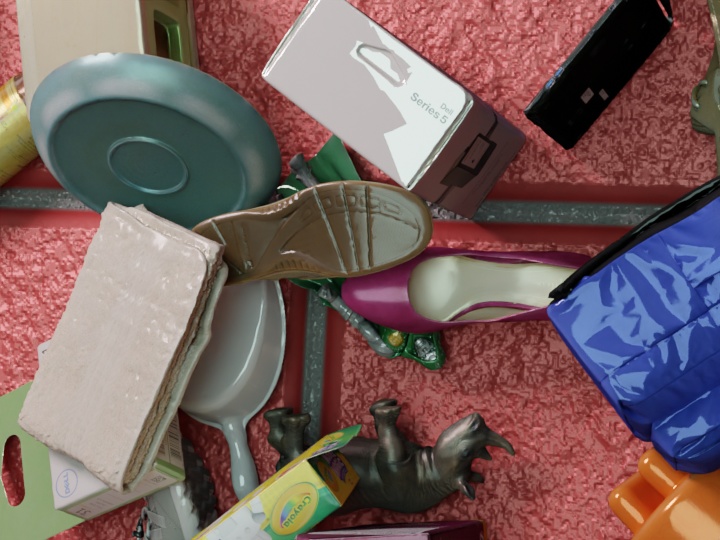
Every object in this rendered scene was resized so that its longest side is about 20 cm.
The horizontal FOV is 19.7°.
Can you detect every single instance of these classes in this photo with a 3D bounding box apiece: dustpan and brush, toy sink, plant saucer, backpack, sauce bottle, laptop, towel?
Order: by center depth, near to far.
[{"bbox_3d":[0.253,0.032,1.438,0.200,0.163,0.168,-37,79,1],"label":"backpack"},{"bbox_3d":[0.167,-0.207,1.525,0.103,0.177,0.200,41,97,15],"label":"laptop"},{"bbox_3d":[-0.179,0.054,1.572,0.132,0.034,0.201,25,91,39],"label":"towel"},{"bbox_3d":[-0.159,-0.087,1.578,0.199,0.201,0.028,1,51,16],"label":"plant saucer"},{"bbox_3d":[-0.111,0.096,1.650,0.139,0.057,0.202,-15,75,23],"label":"dustpan and brush"},{"bbox_3d":[-0.198,-0.213,1.654,0.111,0.130,0.202,-8,82,15],"label":"toy sink"},{"bbox_3d":[-0.328,-0.085,1.712,0.200,0.066,0.066,-38,77,8],"label":"sauce bottle"}]

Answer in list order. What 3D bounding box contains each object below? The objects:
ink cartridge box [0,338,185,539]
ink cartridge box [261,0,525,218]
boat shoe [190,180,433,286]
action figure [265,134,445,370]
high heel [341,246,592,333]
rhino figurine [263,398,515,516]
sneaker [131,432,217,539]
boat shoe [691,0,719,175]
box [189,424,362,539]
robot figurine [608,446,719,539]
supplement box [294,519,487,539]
[{"bbox_3d":[-0.234,0.128,1.636,0.199,0.048,0.146,-24,59,24],"label":"ink cartridge box"},{"bbox_3d":[0.029,-0.122,1.545,0.145,0.200,0.084,38,96,15],"label":"ink cartridge box"},{"bbox_3d":[-0.033,-0.027,1.569,0.199,0.065,0.073,-10,89,23],"label":"boat shoe"},{"bbox_3d":[0.000,0.000,1.622,0.118,0.055,0.200,-44,78,9],"label":"action figure"},{"bbox_3d":[0.086,0.013,1.545,0.198,0.096,0.068,6,83,-2],"label":"high heel"},{"bbox_3d":[0.022,0.146,1.598,0.198,0.060,0.088,-5,97,13],"label":"rhino figurine"},{"bbox_3d":[-0.154,0.209,1.635,0.081,0.075,0.201,-20,81,12],"label":"sneaker"},{"bbox_3d":[0.276,-0.121,1.539,0.064,0.072,0.202,-12,88,17],"label":"boat shoe"},{"bbox_3d":[-0.076,0.189,1.529,0.200,0.117,0.048,-39,89,8],"label":"box"},{"bbox_3d":[0.273,0.211,1.496,0.144,0.117,0.200,-44,74,-8],"label":"robot figurine"},{"bbox_3d":[0.030,0.251,1.516,0.102,0.200,0.132,-4,85,15],"label":"supplement box"}]
